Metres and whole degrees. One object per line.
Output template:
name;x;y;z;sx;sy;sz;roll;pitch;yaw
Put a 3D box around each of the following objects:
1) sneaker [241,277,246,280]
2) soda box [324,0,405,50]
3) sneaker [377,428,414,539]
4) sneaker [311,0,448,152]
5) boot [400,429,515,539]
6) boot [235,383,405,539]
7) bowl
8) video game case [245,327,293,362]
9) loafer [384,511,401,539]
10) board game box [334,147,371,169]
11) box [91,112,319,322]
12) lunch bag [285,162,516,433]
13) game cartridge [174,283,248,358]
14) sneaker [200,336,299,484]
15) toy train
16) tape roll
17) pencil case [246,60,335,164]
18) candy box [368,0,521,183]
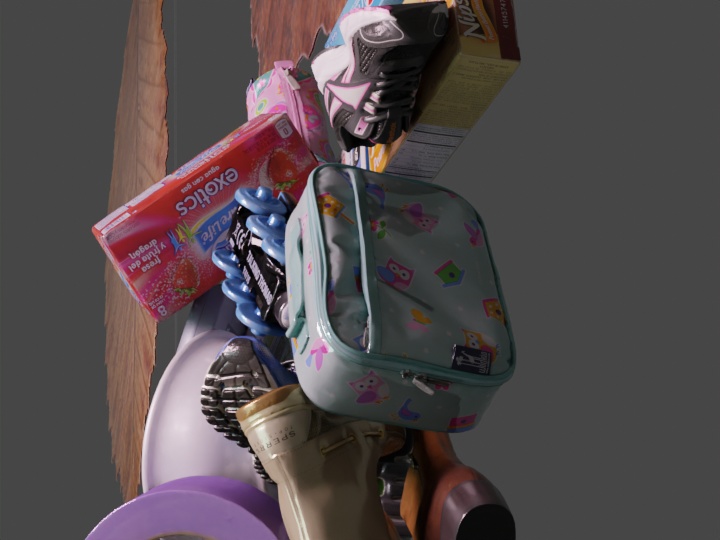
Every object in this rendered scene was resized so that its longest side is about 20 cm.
sneaker;-0.099;-0.034;1.427;0.076;0.079;0.201;-91;-24;-64
soda box;0.029;-0.221;1.263;0.200;0.067;0.065;126;145;-58
sneaker;0.004;0.197;1.219;0.115;0.074;0.202;156;125;-80
sneaker;0.022;-0.143;1.104;0.200;0.079;0.087;145;114;-75
boot;0.048;0.213;1.064;0.200;0.068;0.191;-131;43;-72
boot;-0.004;0.166;1.047;0.072;0.200;0.157;-28;71;18
bowl;-0.100;0.157;1.276;0.201;0.089;0.204;-14;-74;-62
video game case;-0.109;0.155;1.430;0.183;0.022;0.202;79;-153;-58
loafer;0.007;0.279;1.121;0.068;0.075;0.202;-122;24;-86
board game box;0.000;0.000;1.301;0.196;0.055;0.202;128;144;-60
box;-0.132;-0.051;1.307;0.096;0.199;0.100;58;169;-14
lunch bag;0.022;0.018;1.043;0.077;0.159;0.201;-56;30;39
game cartridge;-0.133;0.091;1.396;0.200;0.040;0.135;68;-141;-66
sneaker;-0.067;0.101;1.163;0.201;0.078;0.090;66;-144;-55
toy train;-0.049;0.001;1.176;0.087;0.113;0.200;-67;24;17
tape roll;-0.131;0.269;1.159;0.085;0.198;0.203;-6;-77;-83
pencil case;-0.072;-0.139;1.531;0.201;0.086;0.088;-102;25;-50
candy box;0.060;-0.163;1.166;0.200;0.055;0.117;126;145;-58
